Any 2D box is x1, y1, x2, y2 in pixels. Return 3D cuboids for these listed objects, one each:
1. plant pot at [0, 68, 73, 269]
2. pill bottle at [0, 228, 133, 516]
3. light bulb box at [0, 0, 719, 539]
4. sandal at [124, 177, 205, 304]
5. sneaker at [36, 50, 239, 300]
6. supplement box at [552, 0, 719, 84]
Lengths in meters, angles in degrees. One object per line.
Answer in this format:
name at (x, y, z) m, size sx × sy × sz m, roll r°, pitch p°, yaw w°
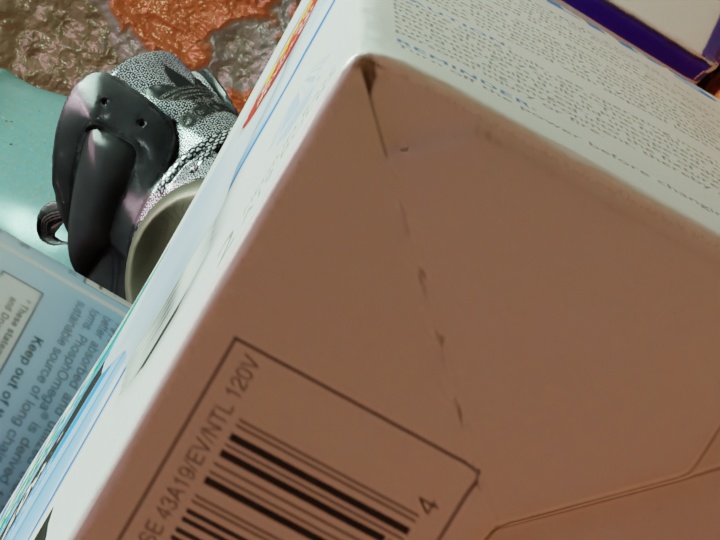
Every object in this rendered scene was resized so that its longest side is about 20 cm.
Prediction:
plant pot at (-0.106, 0.023, 1.092) m, size 0.201 × 0.188 × 0.200 m, roll -59°, pitch 1°, yaw 2°
pill bottle at (-0.073, 0.064, 0.709) m, size 0.109 × 0.200 × 0.109 m, roll -58°, pitch 7°, yaw 11°
light bulb box at (0.004, 0.048, 0.543) m, size 0.199 × 0.125 × 0.200 m, roll -59°, pitch 8°, yaw 12°
sandal at (0.000, 0.000, 0.717) m, size 0.199 × 0.054 × 0.082 m, roll 4°, pitch 89°, yaw 42°
sneaker at (-0.028, -0.031, 0.821) m, size 0.200 × 0.114 × 0.075 m, roll -39°, pitch -19°, yaw 31°
supplement box at (0.047, -0.083, 0.861) m, size 0.101 × 0.103 × 0.200 m, roll -62°, pitch 6°, yaw -29°
